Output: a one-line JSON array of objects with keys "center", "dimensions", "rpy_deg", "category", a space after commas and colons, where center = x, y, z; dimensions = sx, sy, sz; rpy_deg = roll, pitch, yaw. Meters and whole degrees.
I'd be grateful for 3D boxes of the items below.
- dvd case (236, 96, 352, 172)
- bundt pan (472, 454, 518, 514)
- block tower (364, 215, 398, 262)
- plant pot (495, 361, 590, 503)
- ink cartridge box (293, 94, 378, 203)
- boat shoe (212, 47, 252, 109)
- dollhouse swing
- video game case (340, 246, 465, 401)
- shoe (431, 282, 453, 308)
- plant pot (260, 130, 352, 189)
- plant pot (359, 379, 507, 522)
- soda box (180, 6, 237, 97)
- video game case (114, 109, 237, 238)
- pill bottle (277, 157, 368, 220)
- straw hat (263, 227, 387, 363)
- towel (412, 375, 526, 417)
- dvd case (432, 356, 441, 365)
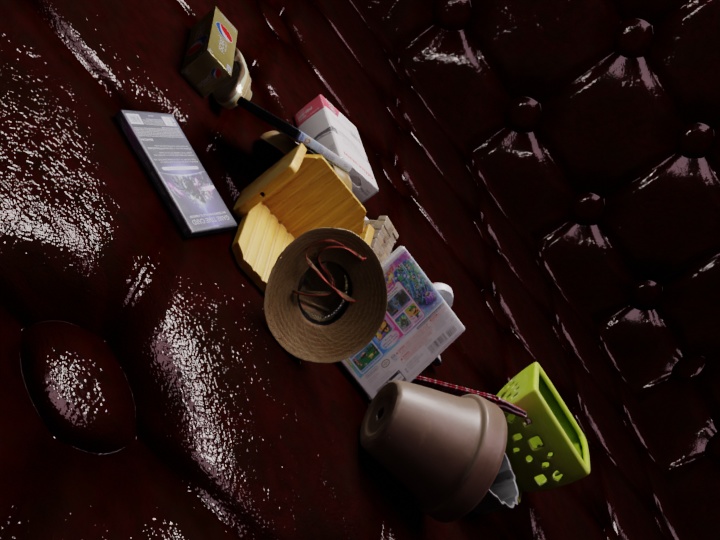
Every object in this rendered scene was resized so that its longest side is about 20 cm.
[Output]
[{"center": [-0.110, -0.231, 1.555], "dimensions": [0.142, 0.018, 0.200], "rpy_deg": [34, 5, 27], "category": "dvd case"}, {"center": [0.198, 0.345, 1.619], "dimensions": [0.202, 0.075, 0.203], "rpy_deg": [49, 20, -24], "category": "bundt pan"}, {"center": [0.000, 0.000, 1.555], "dimensions": [0.054, 0.057, 0.202], "rpy_deg": [56, 49, -42], "category": "block tower"}, {"center": [0.322, 0.327, 1.784], "dimensions": [0.200, 0.180, 0.200], "rpy_deg": [57, 14, -1], "category": "plant pot"}, {"center": [-0.052, -0.248, 1.920], "dimensions": [0.145, 0.084, 0.202], "rpy_deg": [36, 27, -47], "category": "ink cartridge box"}, {"center": [-0.224, -0.339, 1.665], "dimensions": [0.077, 0.071, 0.201], "rpy_deg": [59, 15, -34], "category": "boat shoe"}, {"center": [-0.086, -0.054, 1.430], "dimensions": [0.200, 0.181, 0.176], "rpy_deg": [49, 10, -23], "category": "dollhouse swing"}, {"center": [0.049, 0.094, 1.484], "dimensions": [0.183, 0.200, 0.024], "rpy_deg": [51, -10, -16], "category": "video game case"}, {"center": [0.089, 0.066, 1.600], "dimensions": [0.071, 0.200, 0.092], "rpy_deg": [23, 39, -23], "category": "shoe"}, {"center": [-0.096, -0.208, 1.690], "dimensions": [0.198, 0.028, 0.200], "rpy_deg": [31, 4, -2], "category": "plant pot"}, {"center": [0.097, 0.255, 1.385], "dimensions": [0.173, 0.201, 0.201], "rpy_deg": [30, 27, -15], "category": "plant pot"}, {"center": [-0.270, -0.395, 1.631], "dimensions": [0.064, 0.067, 0.201], "rpy_deg": [45, 23, -30], "category": "soda box"}, {"center": [-0.265, -0.142, 1.322], "dimensions": [0.202, 0.019, 0.143], "rpy_deg": [60, 19, 4], "category": "video game case"}, {"center": [-0.073, -0.106, 1.596], "dimensions": [0.200, 0.114, 0.115], "rpy_deg": [39, 26, -41], "category": "pill bottle"}, {"center": [-0.056, 0.029, 1.361], "dimensions": [0.202, 0.201, 0.085], "rpy_deg": [51, -3, -18], "category": "straw hat"}, {"center": [0.189, 0.230, 1.653], "dimensions": [0.144, 0.198, 0.023], "rpy_deg": [31, 74, -54], "category": "towel"}, {"center": [0.119, 0.094, 1.777], "dimensions": [0.200, 0.017, 0.144], "rpy_deg": [54, 21, -64], "category": "dvd case"}]
